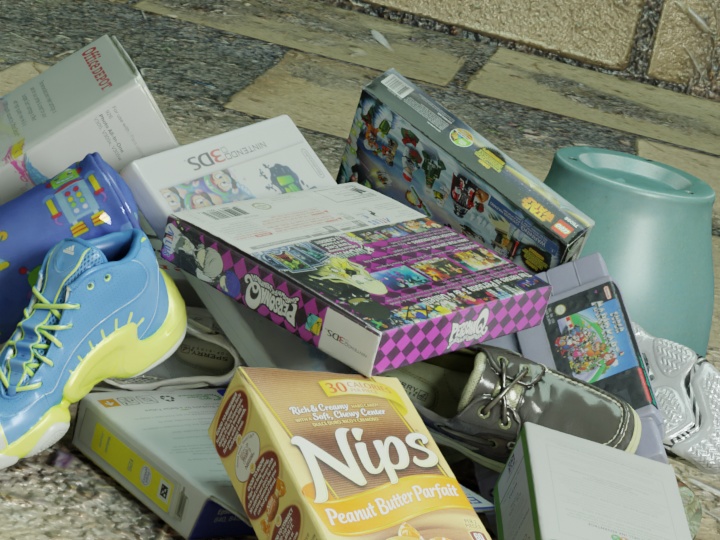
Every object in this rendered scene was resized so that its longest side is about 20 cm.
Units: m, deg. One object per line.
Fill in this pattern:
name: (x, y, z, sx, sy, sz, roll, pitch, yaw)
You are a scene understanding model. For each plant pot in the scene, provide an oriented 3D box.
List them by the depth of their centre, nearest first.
plant pot: (0.198, 0.007, 1.644, 0.198, 0.189, 0.200, 12, 16, -3)

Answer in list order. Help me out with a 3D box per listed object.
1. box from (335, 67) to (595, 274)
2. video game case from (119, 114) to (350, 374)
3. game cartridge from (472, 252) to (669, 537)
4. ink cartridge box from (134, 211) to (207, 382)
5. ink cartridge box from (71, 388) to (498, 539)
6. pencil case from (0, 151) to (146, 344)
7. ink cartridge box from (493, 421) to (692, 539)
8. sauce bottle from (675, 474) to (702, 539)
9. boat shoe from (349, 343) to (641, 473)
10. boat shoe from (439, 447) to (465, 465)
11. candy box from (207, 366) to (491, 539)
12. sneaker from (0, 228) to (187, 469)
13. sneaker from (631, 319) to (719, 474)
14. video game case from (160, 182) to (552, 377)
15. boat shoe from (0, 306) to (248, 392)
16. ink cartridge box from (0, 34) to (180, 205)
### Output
box: (0.071, -0.041, 1.534, 0.200, 0.137, 0.040, 38, 51, 18)
video game case: (-0.052, -0.009, 1.408, 0.201, 0.024, 0.182, 55, 36, 9)
game cartridge: (0.129, 0.078, 1.376, 0.129, 0.038, 0.201, -24, 40, 11)
ink cartridge box: (-0.162, 0.012, 1.521, 0.146, 0.084, 0.200, 8, 16, -20)
ink cartridge box: (-0.049, 0.129, 1.286, 0.197, 0.047, 0.200, 2, 21, -39)
pencil case: (-0.231, 0.007, 1.333, 0.199, 0.087, 0.078, -32, 32, -4)
ink cartridge box: (0.140, 0.177, 1.191, 0.103, 0.060, 0.200, 18, 26, -10)
sauce bottle: (0.156, 0.134, 1.397, 0.064, 0.065, 0.200, 5, 17, -26)
boat shoe: (0.079, 0.083, 1.308, 0.199, 0.072, 0.066, 12, -24, 25)
boat shoe: (0.049, 0.097, 1.450, 0.072, 0.060, 0.201, 56, 26, -6)
candy box: (0.003, 0.141, 1.146, 0.115, 0.056, 0.200, 7, 36, -33)
sneaker: (-0.196, 0.039, 1.261, 0.075, 0.106, 0.200, 16, 39, 38)
sneaker: (0.197, 0.095, 1.462, 0.199, 0.075, 0.115, 34, -19, 30)
video game case: (0.000, 0.000, 1.328, 0.181, 0.036, 0.199, 28, 24, 30)
boat shoe: (-0.170, 0.046, 1.370, 0.198, 0.071, 0.069, 3, 3, 4)
ink cartridge box: (-0.234, -0.074, 1.478, 0.199, 0.088, 0.145, -34, 25, -3)
